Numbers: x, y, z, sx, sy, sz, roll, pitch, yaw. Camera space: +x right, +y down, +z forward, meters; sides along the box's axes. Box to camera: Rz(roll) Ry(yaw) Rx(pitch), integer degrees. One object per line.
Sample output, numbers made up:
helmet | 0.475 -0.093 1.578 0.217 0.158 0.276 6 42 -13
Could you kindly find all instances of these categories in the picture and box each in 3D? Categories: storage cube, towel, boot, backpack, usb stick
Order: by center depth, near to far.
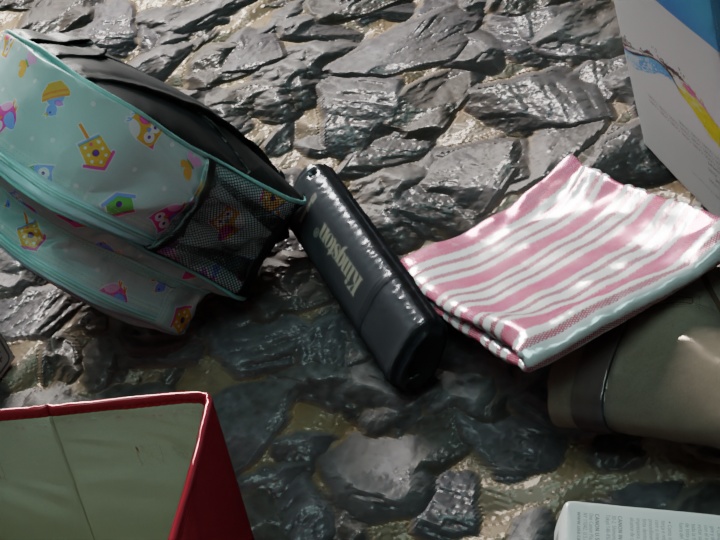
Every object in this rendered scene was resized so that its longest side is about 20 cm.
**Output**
storage cube | -0.141 0.184 0.722 0.171 0.180 0.200 -6 32 11
boot | 0.171 0.068 0.821 0.146 0.070 0.200 -6 32 24
towel | 0.114 -0.009 0.912 0.146 0.030 0.200 -30 21 -10
usb stick | 0.000 0.000 0.980 0.033 0.056 0.200 5 31 -30
backpack | -0.165 -0.061 0.998 0.153 0.200 0.176 -52 47 -2

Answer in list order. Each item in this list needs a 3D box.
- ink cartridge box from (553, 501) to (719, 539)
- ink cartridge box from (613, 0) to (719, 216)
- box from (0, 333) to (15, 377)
ink cartridge box | 0.189 0.192 0.722 0.200 0.050 0.161 6 45 2
ink cartridge box | 0.248 -0.145 0.921 0.147 0.200 0.146 -26 40 -6
box | -0.327 0.101 0.996 0.117 0.060 0.200 6 49 27
